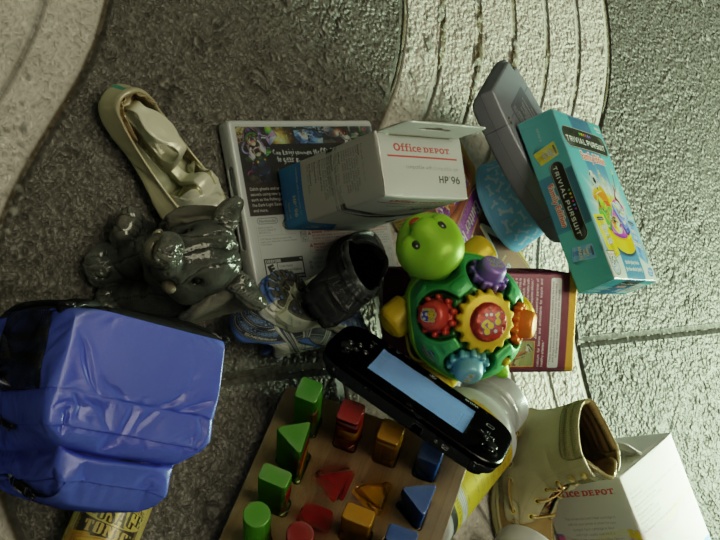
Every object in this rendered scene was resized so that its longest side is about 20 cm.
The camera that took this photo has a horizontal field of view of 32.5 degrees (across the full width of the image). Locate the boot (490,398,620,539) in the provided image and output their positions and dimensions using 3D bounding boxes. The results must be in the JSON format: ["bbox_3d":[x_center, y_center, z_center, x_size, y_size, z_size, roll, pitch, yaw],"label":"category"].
[{"bbox_3d":[0.223,0.247,1.392,0.073,0.155,0.201,-2,81,-41],"label":"boot"}]

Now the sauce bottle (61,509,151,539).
[{"bbox_3d":[-0.215,0.202,1.085,0.066,0.066,0.200,34,58,-30],"label":"sauce bottle"}]

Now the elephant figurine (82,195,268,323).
[{"bbox_3d":[-0.147,-0.003,1.103,0.142,0.200,0.155,48,53,-21],"label":"elephant figurine"}]

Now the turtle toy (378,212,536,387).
[{"bbox_3d":[0.098,0.029,1.239,0.146,0.101,0.200,-38,104,-13],"label":"turtle toy"}]

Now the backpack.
[{"bbox_3d":[-0.235,0.106,1.003,0.162,0.200,0.168,24,74,-37],"label":"backpack"}]

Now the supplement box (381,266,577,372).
[{"bbox_3d":[0.129,0.052,1.352,0.199,0.086,0.111,1,93,-20],"label":"supplement box"}]

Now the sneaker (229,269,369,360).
[{"bbox_3d":[-0.064,0.050,1.256,0.200,0.085,0.077,19,40,-58],"label":"sneaker"}]

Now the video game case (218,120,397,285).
[{"bbox_3d":[-0.052,-0.071,1.323,0.200,0.023,0.182,-6,84,-41],"label":"video game case"}]

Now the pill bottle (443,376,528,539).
[{"bbox_3d":[0.098,0.196,1.326,0.200,0.112,0.112,-43,108,-38],"label":"pill bottle"}]

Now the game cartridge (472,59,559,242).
[{"bbox_3d":[0.196,-0.135,1.419,0.200,0.040,0.133,57,26,-15],"label":"game cartridge"}]

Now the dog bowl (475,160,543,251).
[{"bbox_3d":[0.201,-0.098,1.488,0.112,0.049,0.200,62,28,-8],"label":"dog bowl"}]

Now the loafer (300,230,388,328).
[{"bbox_3d":[0.000,0.000,1.245,0.068,0.070,0.201,55,21,-7],"label":"loafer"}]

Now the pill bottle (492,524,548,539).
[{"bbox_3d":[0.137,0.370,1.317,0.111,0.111,0.200,55,51,-16],"label":"pill bottle"}]

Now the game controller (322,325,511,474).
[{"bbox_3d":[0.056,0.121,1.189,0.200,0.042,0.104,35,29,7],"label":"game controller"}]

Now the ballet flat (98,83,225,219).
[{"bbox_3d":[-0.178,-0.095,1.190,0.200,0.069,0.070,53,51,-18],"label":"ballet flat"}]

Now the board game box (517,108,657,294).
[{"bbox_3d":[0.258,-0.074,1.391,0.151,0.047,0.201,2,67,-60],"label":"board game box"}]

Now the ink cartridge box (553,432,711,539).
[{"bbox_3d":[0.318,0.291,1.482,0.125,0.128,0.200,-25,97,-42],"label":"ink cartridge box"}]

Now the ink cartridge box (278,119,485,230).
[{"bbox_3d":[0.024,-0.092,1.244,0.116,0.200,0.068,-2,81,-40],"label":"ink cartridge box"}]

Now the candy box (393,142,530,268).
[{"bbox_3d":[0.113,-0.042,1.437,0.117,0.056,0.200,-43,109,-40],"label":"candy box"}]

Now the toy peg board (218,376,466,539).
[{"bbox_3d":[-0.014,0.212,1.165,0.199,0.098,0.200,19,60,7],"label":"toy peg board"}]
